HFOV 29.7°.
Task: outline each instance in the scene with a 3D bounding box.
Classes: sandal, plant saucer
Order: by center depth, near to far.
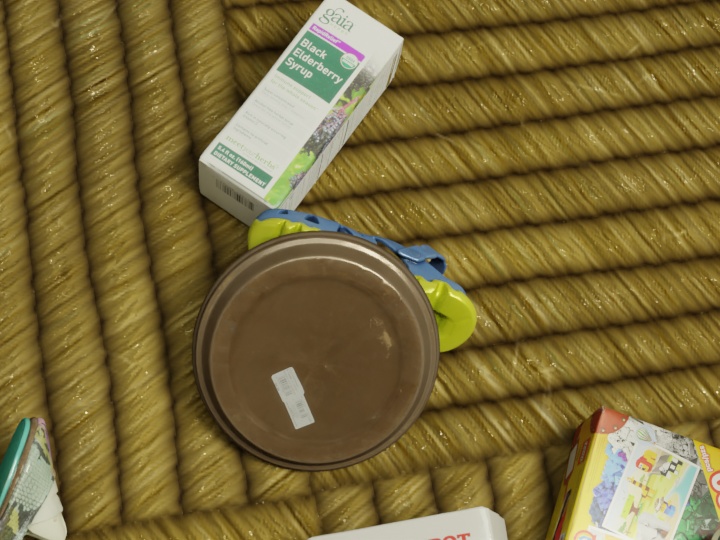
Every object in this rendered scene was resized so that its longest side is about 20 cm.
[{"bbox_3d":[-0.034,0.069,1.072,0.199,0.029,0.201,-1,104,-5],"label":"plant saucer"},{"bbox_3d":[0.000,0.000,1.122,0.199,0.080,0.087,24,31,-12],"label":"sandal"}]

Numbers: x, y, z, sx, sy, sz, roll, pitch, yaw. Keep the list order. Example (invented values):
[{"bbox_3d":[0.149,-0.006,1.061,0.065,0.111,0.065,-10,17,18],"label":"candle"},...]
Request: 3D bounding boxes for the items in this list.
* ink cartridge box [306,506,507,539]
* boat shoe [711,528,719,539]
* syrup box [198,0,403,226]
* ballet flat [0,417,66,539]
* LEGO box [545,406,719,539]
[{"bbox_3d":[0.047,0.288,1.006,0.145,0.084,0.201,-13,71,12],"label":"ink cartridge box"},{"bbox_3d":[0.332,0.254,1.029,0.201,0.063,0.074,42,62,-30],"label":"boat shoe"},{"bbox_3d":[-0.051,-0.134,1.171,0.079,0.081,0.200,34,71,6],"label":"syrup box"},{"bbox_3d":[-0.269,0.214,1.032,0.071,0.069,0.201,28,72,-16],"label":"ballet flat"},{"bbox_3d":[0.224,0.232,1.073,0.148,0.077,0.201,19,69,0],"label":"LEGO box"}]
